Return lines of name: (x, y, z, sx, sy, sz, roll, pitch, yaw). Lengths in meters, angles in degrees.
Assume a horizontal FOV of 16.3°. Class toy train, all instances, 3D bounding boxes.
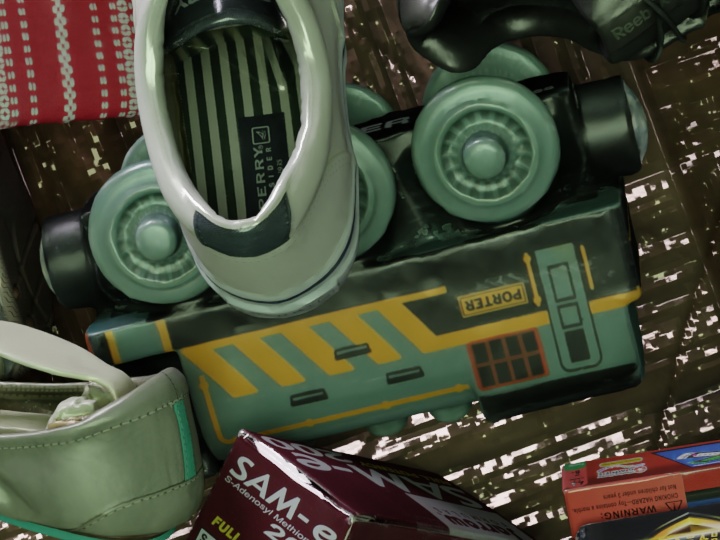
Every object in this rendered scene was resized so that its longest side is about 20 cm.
toy train: (0.000, 0.000, 0.803, 0.199, 0.085, 0.114, -14, 103, 7)

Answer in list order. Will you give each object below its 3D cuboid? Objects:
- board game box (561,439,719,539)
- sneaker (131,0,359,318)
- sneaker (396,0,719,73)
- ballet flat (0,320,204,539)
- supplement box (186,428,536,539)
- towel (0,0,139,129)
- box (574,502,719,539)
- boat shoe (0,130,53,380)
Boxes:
board game box: (0.164, 0.088, 0.719, 0.199, 0.019, 0.103, -10, 113, 7)
sneaker: (-0.036, -0.088, 0.737, 0.073, 0.071, 0.201, -14, 71, 0)
sneaker: (0.100, -0.105, 0.745, 0.199, 0.091, 0.076, -15, 134, 26)
ballet flat: (-0.141, 0.042, 0.788, 0.199, 0.067, 0.064, 5, 110, 20)
supplement box: (-0.031, 0.157, 0.800, 0.061, 0.109, 0.201, 33, 99, 38)
towel: (-0.128, -0.113, 0.771, 0.199, 0.022, 0.145, -7, 87, -28)
box: (0.169, 0.133, 0.701, 0.199, 0.046, 0.160, -10, 112, 7)
boat shoe: (-0.158, -0.057, 0.816, 0.071, 0.076, 0.201, -13, 92, 9)
